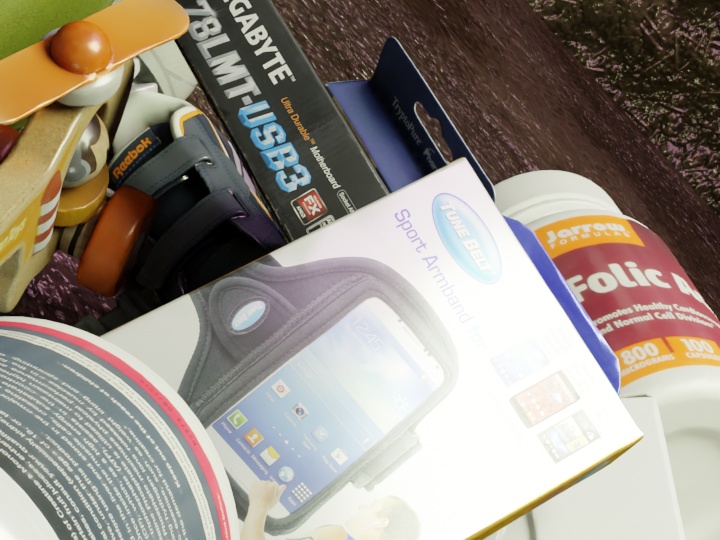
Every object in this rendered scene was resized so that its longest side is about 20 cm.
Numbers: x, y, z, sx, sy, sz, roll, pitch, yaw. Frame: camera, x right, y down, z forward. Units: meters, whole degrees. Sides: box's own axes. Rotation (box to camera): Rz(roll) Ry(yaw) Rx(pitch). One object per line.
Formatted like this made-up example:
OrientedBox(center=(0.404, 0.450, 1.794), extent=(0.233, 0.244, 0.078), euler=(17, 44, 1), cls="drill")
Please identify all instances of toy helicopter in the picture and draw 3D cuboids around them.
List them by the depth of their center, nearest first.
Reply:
OrientedBox(center=(-0.125, -0.036, 0.858), extent=(0.079, 0.132, 0.200), euler=(27, 25, 1), cls="toy helicopter")

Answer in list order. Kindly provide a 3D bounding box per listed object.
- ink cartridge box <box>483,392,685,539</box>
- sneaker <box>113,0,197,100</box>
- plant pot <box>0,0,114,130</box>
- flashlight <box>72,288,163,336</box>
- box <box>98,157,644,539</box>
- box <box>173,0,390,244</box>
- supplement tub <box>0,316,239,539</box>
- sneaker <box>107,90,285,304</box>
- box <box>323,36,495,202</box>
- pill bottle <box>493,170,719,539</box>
OrientedBox(center=(0.081, 0.164, 0.877), extent=(0.200, 0.084, 0.145), euler=(87, -2, -49), cls="ink cartridge box")
OrientedBox(center=(-0.138, -0.153, 1.173), extent=(0.075, 0.081, 0.200), euler=(35, -16, 38), cls="sneaker")
OrientedBox(center=(-0.175, -0.173, 0.999), extent=(0.200, 0.193, 0.200), euler=(44, 16, -16), cls="plant pot")
OrientedBox(center=(-0.048, 0.097, 0.945), extent=(0.200, 0.068, 0.068), euler=(52, 15, 8), cls="flashlight")
OrientedBox(center=(0.002, 0.045, 0.760), extent=(0.119, 0.200, 0.041), euler=(57, -25, 10), cls="box")
OrientedBox(center=(0.000, 0.000, 0.941), extent=(0.199, 0.050, 0.200), euler=(59, -2, 34), cls="box")
OrientedBox(center=(-0.122, 0.093, 0.599), extent=(0.140, 0.140, 0.200), euler=(50, 14, 3), cls="supplement tub")
OrientedBox(center=(-0.086, -0.023, 1.115), extent=(0.079, 0.078, 0.200), euler=(44, 8, -32), cls="sneaker")
OrientedBox(center=(-0.001, -0.006, 1.120), extent=(0.032, 0.200, 0.121), euler=(-7, 49, -30), cls="box")
OrientedBox(center=(0.112, 0.043, 1.045), extent=(0.114, 0.114, 0.200), euler=(39, 14, -34), cls="pill bottle")
